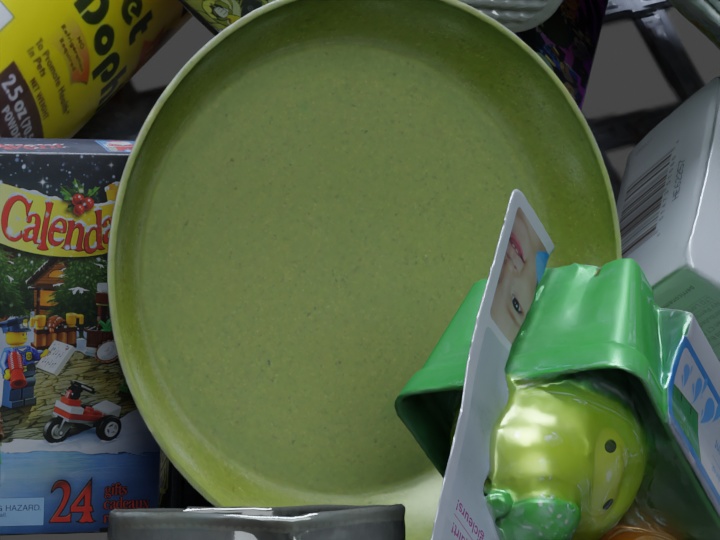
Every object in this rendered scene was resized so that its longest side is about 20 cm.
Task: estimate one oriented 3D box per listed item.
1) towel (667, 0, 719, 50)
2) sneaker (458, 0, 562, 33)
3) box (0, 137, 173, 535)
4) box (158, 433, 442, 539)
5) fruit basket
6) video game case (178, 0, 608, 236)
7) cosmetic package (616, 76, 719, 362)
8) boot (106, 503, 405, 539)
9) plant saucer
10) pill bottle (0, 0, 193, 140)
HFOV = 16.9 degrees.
[{"bbox_3d":[0.143,-0.120,0.968,0.048,0.200,0.171,-44,98,7],"label":"towel"},{"bbox_3d":[0.006,-0.178,0.905,0.200,0.074,0.082,48,32,-27],"label":"sneaker"},{"bbox_3d":[-0.168,0.023,0.837,0.200,0.038,0.137,0,102,-16],"label":"box"},{"bbox_3d":[0.023,0.064,0.911,0.200,0.044,0.160,7,59,-12],"label":"box"},{"bbox_3d":[0.073,0.104,0.775,0.094,0.185,0.200,-13,43,23],"label":"fruit basket"},{"bbox_3d":[0.018,-0.118,0.956,0.181,0.036,0.200,42,37,-19],"label":"video game case"},{"bbox_3d":[0.192,0.024,0.938,0.200,0.074,0.102,28,52,-16],"label":"cosmetic package"},{"bbox_3d":[0.002,0.176,0.788,0.182,0.073,0.200,5,76,-13],"label":"boot"},{"bbox_3d":[0.000,0.000,0.852,0.200,0.031,0.200,0,91,-26],"label":"plant saucer"},{"bbox_3d":[-0.125,-0.114,0.935,0.109,0.109,0.200,36,57,6],"label":"pill bottle"}]
